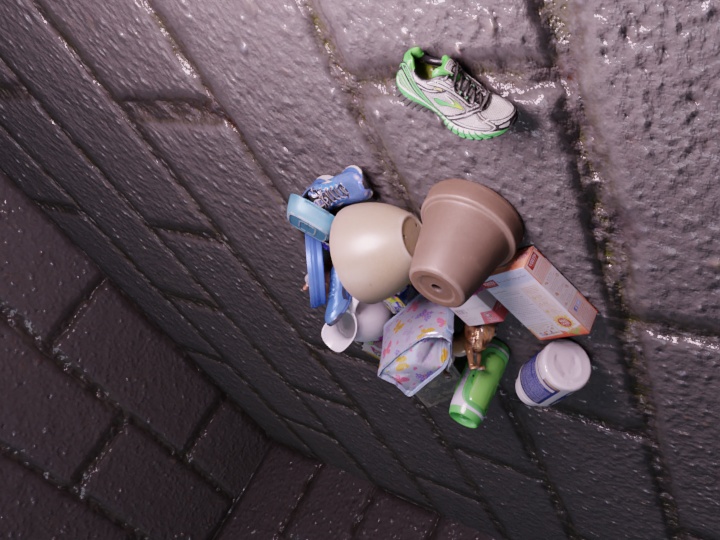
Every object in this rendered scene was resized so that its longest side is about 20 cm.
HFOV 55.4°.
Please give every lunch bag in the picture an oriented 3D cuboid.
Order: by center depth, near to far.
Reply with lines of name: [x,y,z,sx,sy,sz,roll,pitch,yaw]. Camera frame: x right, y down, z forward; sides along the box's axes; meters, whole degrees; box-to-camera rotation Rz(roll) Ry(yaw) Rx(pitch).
lunch bag: [0.142,0.154,1.533,0.126,0.171,0.200,33,123,-17]
lunch bag: [0.181,0.233,1.727,0.163,0.119,0.200,-26,124,32]

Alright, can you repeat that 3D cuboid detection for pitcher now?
pitcher: [0.010,0.101,1.679,0.121,0.199,0.173,40,116,20]

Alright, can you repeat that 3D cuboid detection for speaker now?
speaker: [0.279,0.261,1.603,0.087,0.202,0.089,24,156,12]

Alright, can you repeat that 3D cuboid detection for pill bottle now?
pill bottle: [0.414,0.233,1.506,0.110,0.112,0.201,30,154,4]

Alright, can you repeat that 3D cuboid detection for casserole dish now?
casserole dish: [-0.102,-0.103,1.416,0.120,0.039,0.200,29,172,-4]

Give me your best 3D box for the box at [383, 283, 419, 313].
box: [0.057,0.014,1.594,0.069,0.065,0.200,-2,137,50]

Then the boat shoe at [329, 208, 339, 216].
boat shoe: [0.001,-0.076,1.492,0.200,0.075,0.075,23,147,21]

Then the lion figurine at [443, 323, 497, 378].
lion figurine: [0.229,0.174,1.571,0.072,0.125,0.198,10,157,-44]

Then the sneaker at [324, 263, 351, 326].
sneaker: [-0.052,0.031,1.588,0.078,0.202,0.066,34,152,-23]

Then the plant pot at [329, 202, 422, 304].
plant pot: [0.053,-0.047,1.337,0.133,0.202,0.201,-17,128,38]

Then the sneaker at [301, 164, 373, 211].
sneaker: [-0.052,-0.152,1.384,0.199,0.089,0.079,-8,119,53]

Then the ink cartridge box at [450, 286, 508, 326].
ink cartridge box: [0.210,0.026,1.433,0.199,0.068,0.116,41,153,-19]

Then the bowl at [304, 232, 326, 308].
bowl: [-0.105,-0.015,1.605,0.039,0.204,0.202,-5,151,-4]

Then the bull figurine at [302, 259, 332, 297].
bull figurine: [-0.078,0.032,1.784,0.120,0.066,0.200,32,157,-7]

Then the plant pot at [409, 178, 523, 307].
plant pot: [0.172,-0.035,1.245,0.198,0.176,0.201,27,155,14]

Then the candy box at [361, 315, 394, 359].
candy box: [0.077,0.190,1.882,0.135,0.061,0.201,27,155,11]

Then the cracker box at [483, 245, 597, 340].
cracker box: [0.342,0.048,1.328,0.199,0.058,0.133,41,153,-18]

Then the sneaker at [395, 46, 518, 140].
sneaker: [0.138,-0.259,1.003,0.198,0.079,0.086,27,154,15]

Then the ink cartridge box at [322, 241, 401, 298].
ink cartridge box: [0.000,0.000,1.488,0.198,0.037,0.095,29,173,1]
